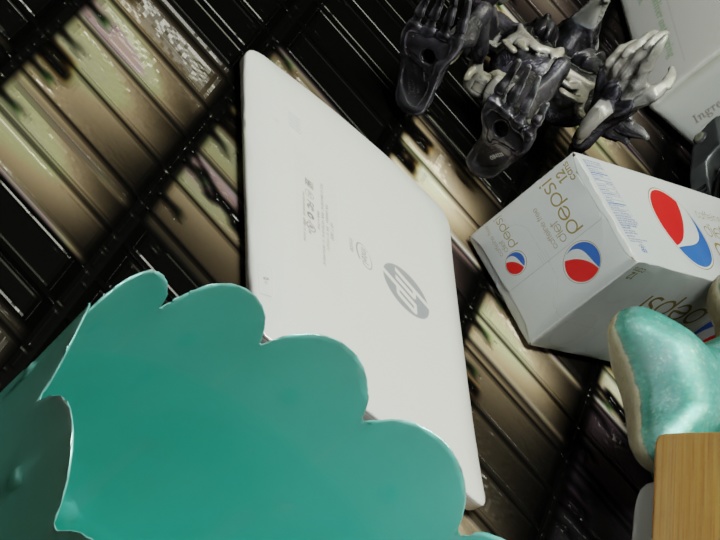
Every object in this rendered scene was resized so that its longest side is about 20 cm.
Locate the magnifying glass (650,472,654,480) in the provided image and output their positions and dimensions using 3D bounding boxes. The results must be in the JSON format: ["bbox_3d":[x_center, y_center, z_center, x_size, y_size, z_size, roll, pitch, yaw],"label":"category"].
[{"bbox_3d":[0.152,0.115,1.319,0.080,0.022,0.200,44,22,-18],"label":"magnifying glass"}]

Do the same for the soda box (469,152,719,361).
[{"bbox_3d":[0.138,0.002,1.392,0.200,0.068,0.064,13,43,-55],"label":"soda box"}]

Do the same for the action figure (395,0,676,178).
[{"bbox_3d":[0.092,-0.107,1.430,0.119,0.102,0.200,42,23,8],"label":"action figure"}]

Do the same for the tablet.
[{"bbox_3d":[0.000,0.000,1.209,0.130,0.014,0.200,39,26,-28],"label":"tablet"}]

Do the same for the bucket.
[{"bbox_3d":[-0.049,0.117,0.788,0.207,0.135,0.207,40,26,-24],"label":"bucket"}]

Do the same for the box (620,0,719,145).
[{"bbox_3d":[0.277,-0.160,1.724,0.171,0.200,0.199,39,26,-31],"label":"box"}]

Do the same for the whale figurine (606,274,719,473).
[{"bbox_3d":[0.193,0.063,1.299,0.200,0.104,0.159,22,49,-44],"label":"whale figurine"}]

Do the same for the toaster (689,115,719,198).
[{"bbox_3d":[0.255,-0.011,1.577,0.129,0.114,0.200,43,25,-26],"label":"toaster"}]

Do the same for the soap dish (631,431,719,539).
[{"bbox_3d":[0.179,0.170,1.168,0.157,0.081,0.200,39,36,-26],"label":"soap dish"}]
